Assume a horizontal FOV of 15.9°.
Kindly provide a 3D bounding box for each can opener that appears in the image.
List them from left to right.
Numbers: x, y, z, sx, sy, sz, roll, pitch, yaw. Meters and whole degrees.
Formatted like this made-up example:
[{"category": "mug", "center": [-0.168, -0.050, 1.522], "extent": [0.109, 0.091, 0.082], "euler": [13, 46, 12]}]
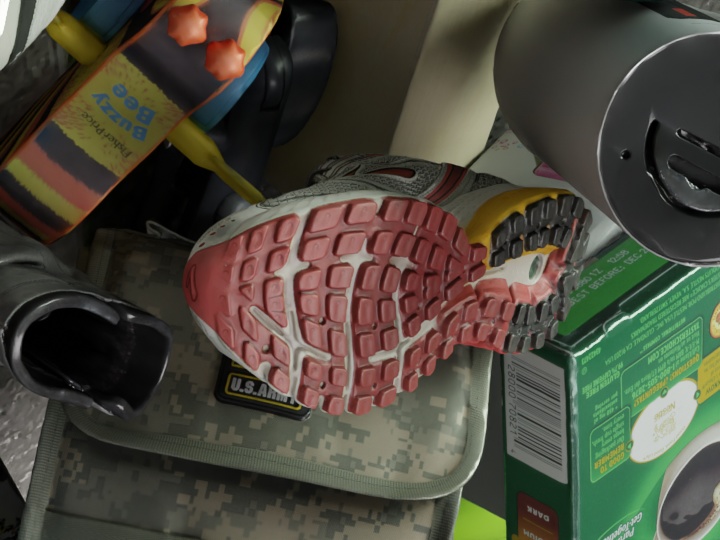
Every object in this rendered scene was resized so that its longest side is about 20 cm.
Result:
[{"category": "can opener", "center": [-0.065, -0.021, 1.033], "extent": [0.078, 0.064, 0.201], "euler": [3, 129, -29]}]

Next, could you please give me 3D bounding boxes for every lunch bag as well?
[{"category": "lunch bag", "center": [-0.043, 0.089, 0.981], "extent": [0.118, 0.163, 0.201], "euler": [143, -42, -88]}]

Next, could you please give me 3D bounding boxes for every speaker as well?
[{"category": "speaker", "center": [0.103, -0.059, 0.938], "extent": [0.081, 0.081, 0.200], "euler": [-49, -167, 5]}]

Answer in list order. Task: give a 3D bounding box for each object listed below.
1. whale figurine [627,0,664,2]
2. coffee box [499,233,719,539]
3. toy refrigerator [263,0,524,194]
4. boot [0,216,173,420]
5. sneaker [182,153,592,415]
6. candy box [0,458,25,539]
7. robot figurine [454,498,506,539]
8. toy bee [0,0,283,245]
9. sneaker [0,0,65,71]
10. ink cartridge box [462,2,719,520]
[{"category": "whale figurine", "center": [0.114, -0.160, 0.863], "extent": [0.158, 0.104, 0.200], "euler": [-25, 170, -19]}, {"category": "coffee box", "center": [0.111, 0.084, 1.057], "extent": [0.123, 0.044, 0.201], "euler": [-32, 131, -36]}, {"category": "toy refrigerator", "center": [0.023, -0.114, 1.034], "extent": [0.076, 0.070, 0.201], "euler": [-27, 146, -43]}, {"category": "boot", "center": [-0.154, -0.004, 0.863], "extent": [0.200, 0.131, 0.070], "euler": [8, 106, -57]}, {"category": "sneaker", "center": [0.000, 0.000, 0.915], "extent": [0.200, 0.082, 0.078], "euler": [-4, 111, -56]}, {"category": "candy box", "center": [-0.225, 0.131, 1.007], "extent": [0.200, 0.072, 0.168], "euler": [-38, 149, -14]}, {"category": "robot figurine", "center": [0.022, 0.077, 1.214], "extent": [0.176, 0.116, 0.200], "euler": [-46, 152, 21]}, {"category": "toy bee", "center": [-0.073, -0.082, 0.903], "extent": [0.109, 0.130, 0.201], "euler": [-86, -162, -68]}, {"category": "sneaker", "center": [-0.136, -0.142, 0.701], "extent": [0.075, 0.088, 0.201], "euler": [-18, 119, 22]}, {"category": "ink cartridge box", "center": [0.111, -0.001, 1.117], "extent": [0.200, 0.084, 0.145], "euler": [-44, 136, -25]}]
